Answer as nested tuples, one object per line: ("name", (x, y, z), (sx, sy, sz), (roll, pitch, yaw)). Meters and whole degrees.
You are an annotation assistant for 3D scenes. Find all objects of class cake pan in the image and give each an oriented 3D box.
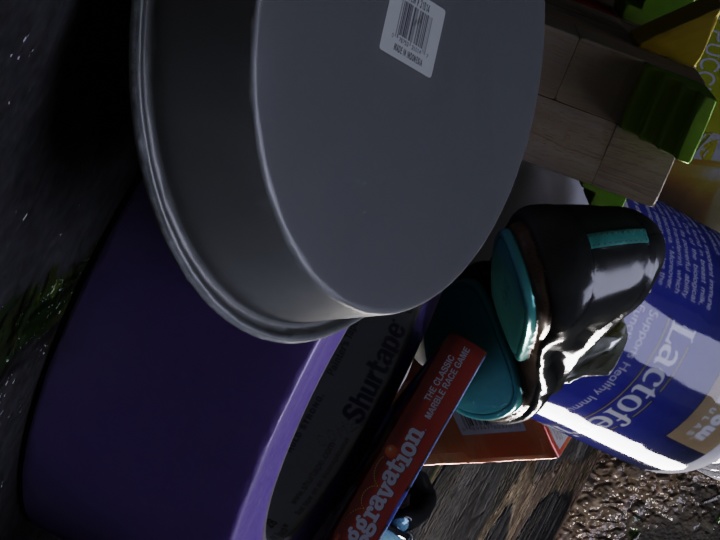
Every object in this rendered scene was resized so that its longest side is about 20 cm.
("cake pan", (0.001, -0.074, 0.827), (0.200, 0.037, 0.200), (-17, 111, -55))

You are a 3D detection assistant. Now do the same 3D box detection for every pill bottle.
("pill bottle", (0.124, 0.025, 1.194), (0.116, 0.200, 0.116), (-32, -135, 40))

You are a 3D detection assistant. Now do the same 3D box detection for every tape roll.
("tape roll", (-0.039, 0.025, 0.975), (0.200, 0.085, 0.200), (-58, 168, -21))

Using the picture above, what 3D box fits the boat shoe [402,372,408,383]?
("boat shoe", (0.000, 0.000, 1.122), (0.200, 0.072, 0.060), (-58, 159, 17))

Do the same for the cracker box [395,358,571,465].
("cracker box", (0.073, 0.019, 1.338), (0.200, 0.134, 0.058), (-52, 126, -46))

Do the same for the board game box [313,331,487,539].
("board game box", (0.003, 0.093, 1.082), (0.103, 0.019, 0.200), (-61, 180, -16))

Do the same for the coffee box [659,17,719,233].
("coffee box", (0.188, -0.136, 1.237), (0.200, 0.198, 0.200), (103, 3, -53))

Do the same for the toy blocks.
("toy blocks", (0.051, -0.089, 1.010), (0.200, 0.137, 0.100), (-94, -155, -74))

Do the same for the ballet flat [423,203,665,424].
("ballet flat", (0.076, 0.018, 1.025), (0.068, 0.068, 0.200), (-15, 172, -12))

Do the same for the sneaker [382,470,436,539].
("sneaker", (-0.008, 0.127, 1.273), (0.200, 0.090, 0.078), (98, -10, -60))
